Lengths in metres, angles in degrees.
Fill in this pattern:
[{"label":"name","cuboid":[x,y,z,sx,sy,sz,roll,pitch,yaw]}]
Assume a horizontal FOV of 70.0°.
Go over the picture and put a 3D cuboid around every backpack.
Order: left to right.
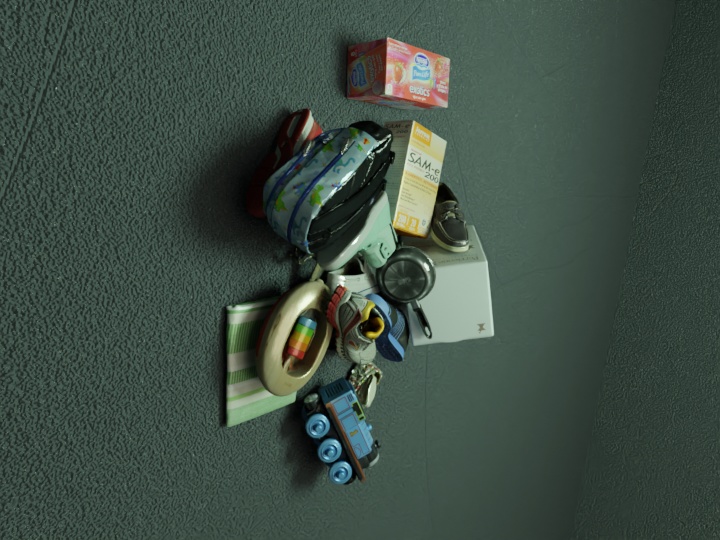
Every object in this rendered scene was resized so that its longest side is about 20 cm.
[{"label":"backpack","cuboid":[-0.051,-0.118,0.771,0.164,0.152,0.202,110,5,-61]}]

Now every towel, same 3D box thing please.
[{"label":"towel","cuboid":[-0.166,0.148,0.879,0.151,0.023,0.203,-9,106,-47]}]

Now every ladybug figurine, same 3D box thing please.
[{"label":"ladybug figurine","cuboid":[-0.112,0.105,0.856,0.136,0.071,0.202,40,70,-46]}]

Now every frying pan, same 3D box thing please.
[{"label":"frying pan","cuboid":[0.082,0.047,0.959,0.031,0.113,0.193,-69,161,-66]}]

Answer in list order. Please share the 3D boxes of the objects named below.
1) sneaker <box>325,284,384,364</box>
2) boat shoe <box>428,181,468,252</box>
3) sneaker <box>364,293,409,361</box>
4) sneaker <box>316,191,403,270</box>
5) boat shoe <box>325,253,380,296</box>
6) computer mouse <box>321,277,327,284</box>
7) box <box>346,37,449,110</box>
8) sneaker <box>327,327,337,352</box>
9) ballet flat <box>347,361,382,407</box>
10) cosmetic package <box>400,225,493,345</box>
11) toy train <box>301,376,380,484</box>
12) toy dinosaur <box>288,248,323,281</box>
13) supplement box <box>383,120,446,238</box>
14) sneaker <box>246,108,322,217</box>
[{"label":"sneaker","cuboid":[0.000,0.110,0.888,0.078,0.081,0.201,-60,153,-26]},{"label":"boat shoe","cuboid":[0.175,-0.113,1.042,0.071,0.201,0.065,3,127,-7]},{"label":"sneaker","cuboid":[0.048,0.095,0.996,0.201,0.069,0.079,67,34,-47]},{"label":"sneaker","cuboid":[0.008,-0.035,0.865,0.201,0.073,0.119,-52,131,-40]},{"label":"boat shoe","cuboid":[-0.004,-0.001,0.977,0.201,0.074,0.087,-21,117,-55]},{"label":"computer mouse","cuboid":[-0.063,0.009,0.963,0.059,0.034,0.202,57,48,-59]},{"label":"box","cuboid":[0.075,-0.368,0.983,0.198,0.102,0.096,-9,104,-46]},{"label":"sneaker","cuboid":[-0.033,0.132,0.986,0.199,0.073,0.083,-12,106,-47]},{"label":"ballet flat","cuboid":[-0.013,0.278,1.047,0.075,0.063,0.202,36,72,-45]},{"label":"cosmetic package","cuboid":[0.174,0.026,1.068,0.201,0.165,0.169,-82,163,-65]},{"label":"toy train","cuboid":[-0.034,0.309,0.973,0.113,0.087,0.202,-25,105,-8]},{"label":"toy dinosaur","cuboid":[-0.070,-0.030,0.888,0.201,0.047,0.088,-54,145,3]},{"label":"supplement box","cuboid":[0.092,-0.174,1.008,0.125,0.073,0.203,11,90,-49]},{"label":"sneaker","cuboid":[-0.100,-0.153,0.847,0.115,0.078,0.202,41,69,-43]}]
